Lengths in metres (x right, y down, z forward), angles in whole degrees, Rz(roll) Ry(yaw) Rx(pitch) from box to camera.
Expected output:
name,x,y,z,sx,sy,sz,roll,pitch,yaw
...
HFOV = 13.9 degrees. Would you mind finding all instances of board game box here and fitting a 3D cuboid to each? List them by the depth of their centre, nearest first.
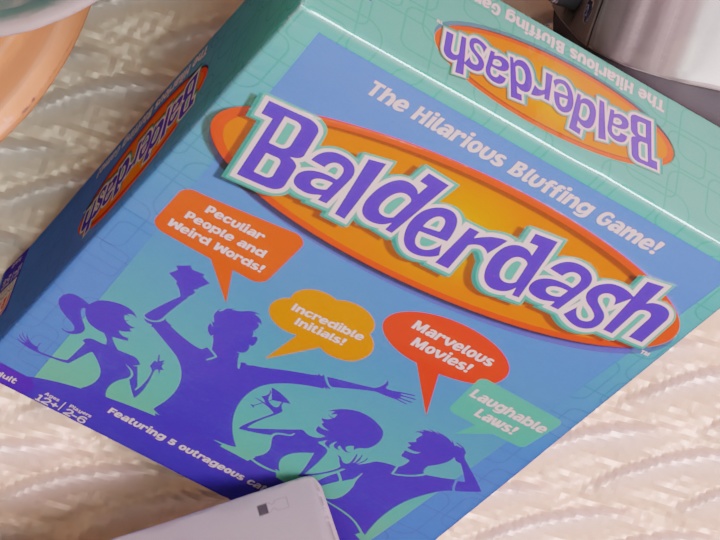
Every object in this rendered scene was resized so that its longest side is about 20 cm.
name,x,y,z,sx,sy,sz,roll,pitch,yaw
board game box,0.000,0.000,0.848,0.152,0.045,0.200,28,137,-17

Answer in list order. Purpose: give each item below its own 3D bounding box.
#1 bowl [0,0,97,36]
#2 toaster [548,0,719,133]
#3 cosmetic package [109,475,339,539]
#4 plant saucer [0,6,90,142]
name,x,y,z,sx,sy,sz,roll,pitch,yaw
bowl,-0.086,-0.167,0.726,0.200,0.105,0.201,12,115,27
toaster,0.158,-0.101,0.851,0.199,0.114,0.130,10,106,-9
cosmetic package,-0.072,0.200,0.900,0.199,0.123,0.200,-18,129,-2
plant saucer,-0.161,-0.110,0.794,0.200,0.032,0.201,1,87,-24
